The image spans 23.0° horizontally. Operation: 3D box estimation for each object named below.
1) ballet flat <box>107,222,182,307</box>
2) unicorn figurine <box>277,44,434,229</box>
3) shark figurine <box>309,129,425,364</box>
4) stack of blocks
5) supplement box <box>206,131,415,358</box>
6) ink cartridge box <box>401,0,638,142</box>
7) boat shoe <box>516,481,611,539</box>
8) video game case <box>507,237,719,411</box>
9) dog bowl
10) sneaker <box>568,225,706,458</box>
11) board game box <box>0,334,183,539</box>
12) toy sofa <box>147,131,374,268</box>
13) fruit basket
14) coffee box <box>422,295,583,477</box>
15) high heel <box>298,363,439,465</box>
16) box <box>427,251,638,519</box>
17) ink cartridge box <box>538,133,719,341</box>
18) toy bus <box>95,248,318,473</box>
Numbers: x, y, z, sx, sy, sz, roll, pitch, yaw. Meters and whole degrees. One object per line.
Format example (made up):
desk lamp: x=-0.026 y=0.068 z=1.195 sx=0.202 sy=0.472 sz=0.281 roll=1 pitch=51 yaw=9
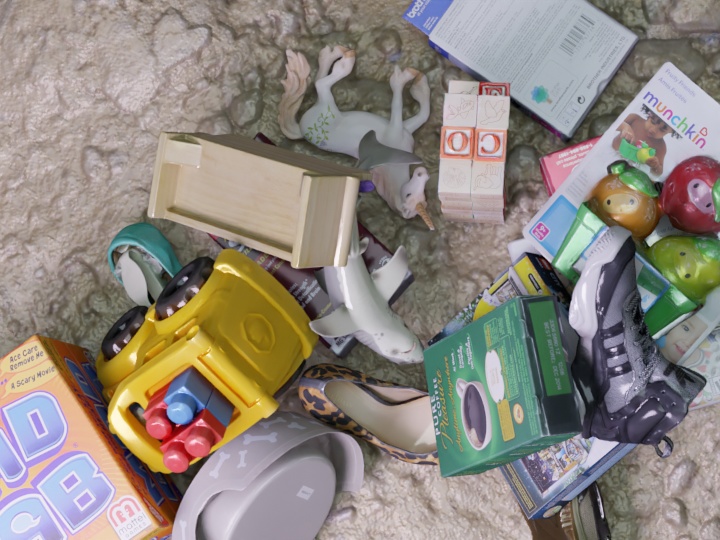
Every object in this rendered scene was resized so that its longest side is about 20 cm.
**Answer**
ballet flat: x=-0.175 y=0.044 z=1.673 sx=0.200 sy=0.070 sz=0.067 roll=52 pitch=125 yaw=9
unicorn figurine: x=0.012 y=-0.133 z=1.689 sx=0.199 sy=0.074 sz=0.138 roll=19 pitch=95 yaw=20
shark figurine: x=-0.013 y=-0.017 z=1.609 sx=0.127 sy=0.089 sz=0.216 roll=-8 pitch=95 yaw=-30
stack of blocks: x=0.105 y=-0.113 z=1.608 sx=0.058 sy=0.200 sz=0.116 roll=3 pitch=85 yaw=5
supplement box: x=-0.056 y=-0.024 z=1.680 sx=0.200 sy=0.061 sz=0.109 roll=42 pitch=89 yaw=8
ink cartridge box: x=0.152 y=-0.229 z=1.698 sx=0.199 sy=0.042 sz=0.120 roll=36 pitch=87 yaw=4
boat shoe: x=0.190 y=0.216 z=1.636 sx=0.073 sy=0.065 sz=0.202 roll=-15 pitch=80 yaw=42
video game case: x=0.252 y=0.044 z=1.670 sx=0.181 sy=0.023 sz=0.201 roll=-16 pitch=83 yaw=2
dog bowl: x=-0.086 y=0.216 z=1.596 sx=0.059 sy=0.200 sz=0.201 roll=35 pitch=87 yaw=31
sneaker: x=0.233 y=0.063 z=1.464 sx=0.113 sy=0.075 sz=0.201 roll=18 pitch=122 yaw=22
board game box: x=-0.297 y=0.202 z=1.603 sx=0.199 sy=0.200 sz=0.201 roll=-35 pitch=83 yaw=0
toy sofa: x=-0.088 y=-0.065 z=1.584 sx=0.199 sy=0.097 sz=0.083 roll=18 pitch=103 yaw=37
fruit basket: x=0.266 y=-0.045 z=1.523 sx=0.185 sy=0.094 sz=0.200 roll=43 pitch=110 yaw=9
coffee box: x=0.118 y=0.103 z=1.529 sx=0.044 sy=0.200 sz=0.124 roll=-3 pitch=74 yaw=-24
high heel: x=0.040 y=0.135 z=1.615 sx=0.199 sy=0.143 sz=0.072 roll=15 pitch=83 yaw=5
box: x=0.160 y=0.103 z=1.603 sx=0.137 sy=0.038 sz=0.201 roll=-44 pitch=59 yaw=26
ink cartridge box: x=0.262 y=-0.028 z=1.625 sx=0.144 sy=0.083 sz=0.201 roll=-18 pitch=82 yaw=3
toy bus: x=-0.155 y=0.109 z=1.546 sx=0.200 sy=0.192 sz=0.136 roll=-34 pitch=111 yaw=31
